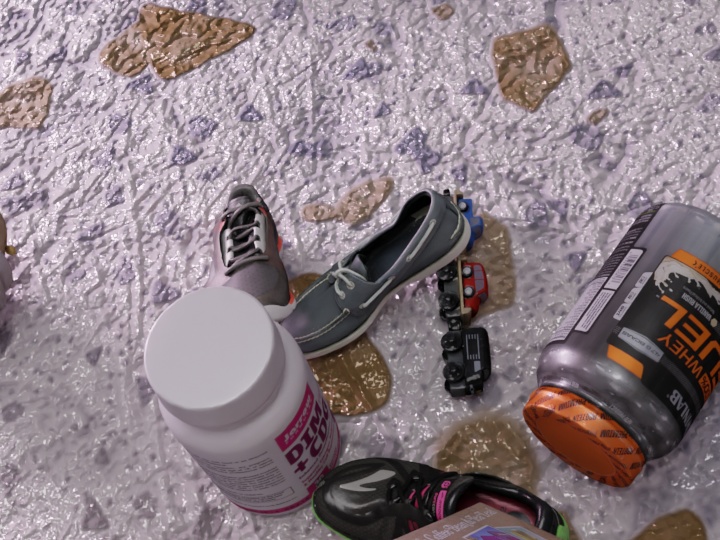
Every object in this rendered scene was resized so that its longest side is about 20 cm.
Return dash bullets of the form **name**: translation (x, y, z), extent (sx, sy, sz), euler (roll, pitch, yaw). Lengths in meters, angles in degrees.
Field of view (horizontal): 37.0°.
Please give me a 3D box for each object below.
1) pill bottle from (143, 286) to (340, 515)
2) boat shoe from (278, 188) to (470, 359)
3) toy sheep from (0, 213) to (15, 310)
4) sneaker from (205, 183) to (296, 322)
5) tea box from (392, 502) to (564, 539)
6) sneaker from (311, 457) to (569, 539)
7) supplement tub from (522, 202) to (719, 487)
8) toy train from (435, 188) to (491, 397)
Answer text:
- **pill bottle**: translation (-0.087, 0.102, 0.818), extent (0.112, 0.201, 0.114), euler (-5, 59, 9)
- **boat shoe**: translation (0.000, 0.000, 0.924), extent (0.199, 0.062, 0.073), euler (-35, 51, 7)
- **toy sheep**: translation (-0.391, 0.018, 0.974), extent (0.137, 0.138, 0.201), euler (21, 58, 22)
- **sneaker**: translation (-0.102, -0.017, 0.913), extent (0.076, 0.083, 0.200), euler (-11, 25, -5)
- **tea box**: translation (0.071, 0.265, 0.654), extent (0.133, 0.200, 0.199), euler (20, 93, 22)
- **sneaker**: translation (0.058, 0.174, 0.813), extent (0.198, 0.084, 0.077), euler (5, 60, 14)
- **supplement tub**: translation (0.218, 0.057, 0.826), extent (0.122, 0.123, 0.201), euler (29, 70, 26)
- **toy train**: translation (0.089, 0.014, 0.931), extent (0.045, 0.034, 0.202), euler (-5, 59, 5)
